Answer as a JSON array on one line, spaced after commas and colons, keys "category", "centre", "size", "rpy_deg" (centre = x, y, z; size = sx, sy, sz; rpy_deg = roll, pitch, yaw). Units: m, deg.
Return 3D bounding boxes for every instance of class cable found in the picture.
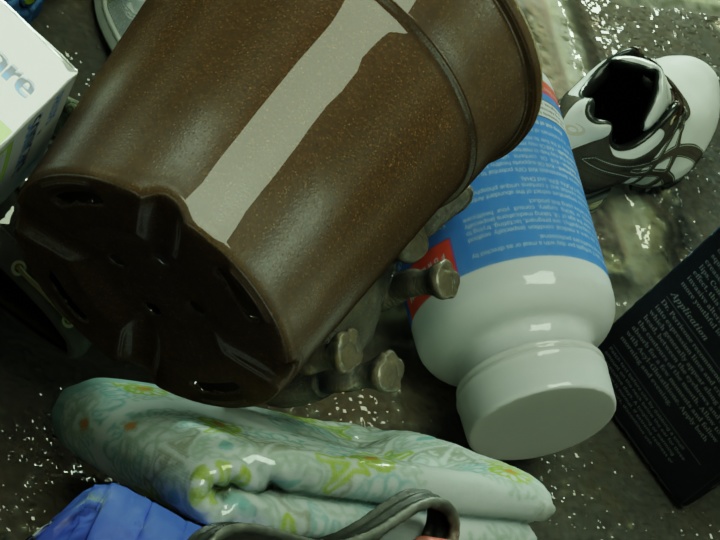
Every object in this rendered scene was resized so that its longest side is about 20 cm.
[{"category": "cable", "centre": [0.001, 0.130, 1.260], "size": [0.200, 0.050, 0.098], "rpy_deg": [29, 70, -52]}]

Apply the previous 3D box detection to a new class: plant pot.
[{"category": "plant pot", "centre": [-0.049, -0.057, 1.358], "size": [0.200, 0.200, 0.199], "rpy_deg": [39, 59, -5]}]

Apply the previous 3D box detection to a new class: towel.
[{"category": "towel", "centre": [-0.029, 0.095, 1.396], "size": [0.199, 0.171, 0.048], "rpy_deg": [9, 92, -30]}]

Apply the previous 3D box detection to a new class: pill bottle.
[{"category": "pill bottle", "centre": [0.074, -0.006, 1.571], "size": [0.112, 0.112, 0.201], "rpy_deg": [6, 55, -32]}]

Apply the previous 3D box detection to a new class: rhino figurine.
[{"category": "rhino figurine", "centre": [0.000, 0.000, 1.467], "size": [0.200, 0.087, 0.060], "rpy_deg": [-55, 130, -45]}]

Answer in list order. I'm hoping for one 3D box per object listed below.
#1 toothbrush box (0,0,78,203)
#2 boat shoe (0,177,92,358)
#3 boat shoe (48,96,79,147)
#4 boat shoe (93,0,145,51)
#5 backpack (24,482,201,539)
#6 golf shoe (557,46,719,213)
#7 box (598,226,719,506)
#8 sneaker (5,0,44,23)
[{"category": "toothbrush box", "centre": [-0.230, -0.029, 1.304], "size": [0.086, 0.146, 0.200], "rpy_deg": [42, 69, 0]}, {"category": "boat shoe", "centre": [-0.204, -0.031, 1.424], "size": [0.201, 0.072, 0.060], "rpy_deg": [32, 63, -1]}, {"category": "boat shoe", "centre": [-0.153, -0.054, 1.482], "size": [0.199, 0.062, 0.072], "rpy_deg": [25, 48, -18]}, {"category": "boat shoe", "centre": [-0.105, -0.175, 1.600], "size": [0.074, 0.065, 0.203], "rpy_deg": [6, 56, -32]}, {"category": "backpack", "centre": [-0.125, 0.190, 1.258], "size": [0.167, 0.163, 0.200], "rpy_deg": [31, 47, -4]}, {"category": "golf shoe", "centre": [0.168, -0.091, 1.711], "size": [0.078, 0.095, 0.200], "rpy_deg": [50, 44, 7]}, {"category": "box", "centre": [0.243, 0.018, 1.609], "size": [0.148, 0.200, 0.107], "rpy_deg": [-26, 76, -44]}, {"category": "sneaker", "centre": [-0.194, -0.174, 1.519], "size": [0.082, 0.071, 0.200], "rpy_deg": [26, 23, 3]}]
